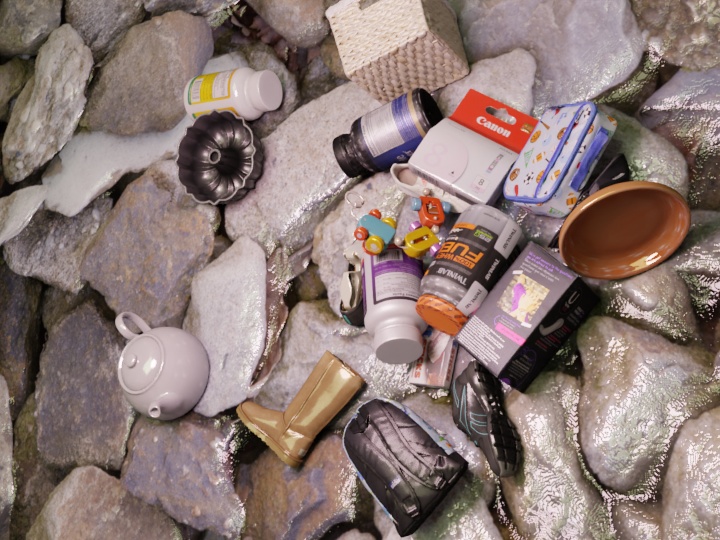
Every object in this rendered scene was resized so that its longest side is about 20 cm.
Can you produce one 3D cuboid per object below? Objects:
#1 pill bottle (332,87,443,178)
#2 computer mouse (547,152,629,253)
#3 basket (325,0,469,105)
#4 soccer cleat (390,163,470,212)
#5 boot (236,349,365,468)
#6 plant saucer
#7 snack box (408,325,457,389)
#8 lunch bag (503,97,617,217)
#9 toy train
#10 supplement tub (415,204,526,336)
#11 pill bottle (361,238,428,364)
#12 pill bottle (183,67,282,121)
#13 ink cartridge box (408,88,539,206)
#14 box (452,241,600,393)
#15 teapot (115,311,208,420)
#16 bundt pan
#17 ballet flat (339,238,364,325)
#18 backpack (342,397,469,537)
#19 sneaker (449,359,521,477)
[{"bbox_3d":[0.052,-0.251,1.847,0.199,0.112,0.113,-24,59,24],"label":"pill bottle"},{"bbox_3d":[0.372,-0.099,1.579,0.046,0.200,0.141,37,133,11],"label":"computer mouse"},{"bbox_3d":[0.074,-0.431,1.860,0.197,0.200,0.162,-24,65,23],"label":"basket"},{"bbox_3d":[0.140,-0.150,1.767,0.199,0.077,0.070,15,79,36],"label":"soccer cleat"},{"bbox_3d":[-0.109,0.229,1.783,0.175,0.066,0.201,37,94,26],"label":"boot"},{"bbox_3d":[0.395,-0.065,1.491,0.199,0.200,0.038,-28,44,20],"label":"plant saucer"},{"bbox_3d":[0.137,0.101,1.695,0.072,0.024,0.201,1,71,36],"label":"snack box"},{"bbox_3d":[0.329,-0.187,1.621,0.201,0.075,0.160,-62,22,-5],"label":"lunch bag"},{"bbox_3d":[0.066,-0.076,1.691,0.056,0.199,0.151,115,148,-45],"label":"toy train"},{"bbox_3d":[0.179,0.002,1.624,0.122,0.123,0.201,17,66,37],"label":"supplement tub"},{"bbox_3d":[0.060,0.055,1.692,0.111,0.111,0.201,-22,49,24],"label":"pill bottle"},{"bbox_3d":[-0.270,-0.373,2.109,0.199,0.113,0.114,-3,69,33],"label":"pill bottle"},{"bbox_3d":[0.203,-0.221,1.726,0.162,0.057,0.201,30,81,20],"label":"ink cartridge box"},{"bbox_3d":[0.263,0.075,1.561,0.200,0.122,0.106,-51,55,4],"label":"box"},{"bbox_3d":[-0.407,0.190,1.940,0.199,0.146,0.199,4,72,35],"label":"teapot"},{"bbox_3d":[-0.286,-0.230,2.065,0.201,0.076,0.204,-4,81,26],"label":"bundt pan"},{"bbox_3d":[0.000,0.000,1.800,0.068,0.068,0.201,-7,66,36],"label":"ballet flat"},{"bbox_3d":[0.062,0.300,1.600,0.200,0.154,0.163,40,97,16],"label":"backpack"},{"bbox_3d":[0.197,0.245,1.578,0.079,0.075,0.201,-38,46,30],"label":"sneaker"}]
